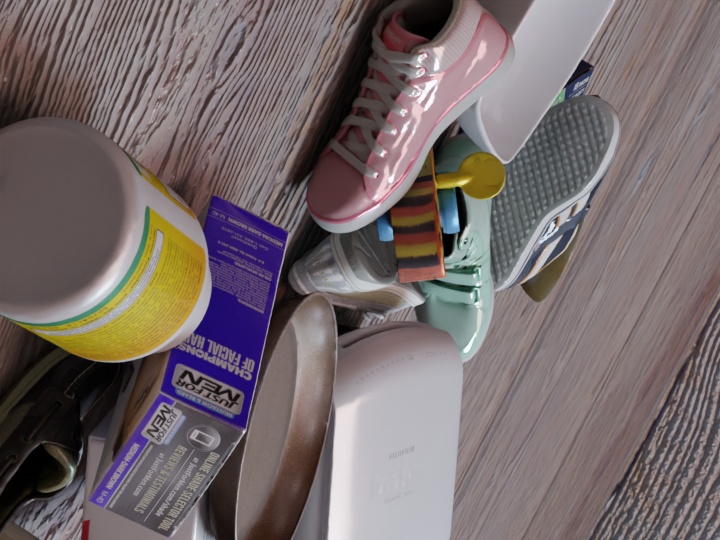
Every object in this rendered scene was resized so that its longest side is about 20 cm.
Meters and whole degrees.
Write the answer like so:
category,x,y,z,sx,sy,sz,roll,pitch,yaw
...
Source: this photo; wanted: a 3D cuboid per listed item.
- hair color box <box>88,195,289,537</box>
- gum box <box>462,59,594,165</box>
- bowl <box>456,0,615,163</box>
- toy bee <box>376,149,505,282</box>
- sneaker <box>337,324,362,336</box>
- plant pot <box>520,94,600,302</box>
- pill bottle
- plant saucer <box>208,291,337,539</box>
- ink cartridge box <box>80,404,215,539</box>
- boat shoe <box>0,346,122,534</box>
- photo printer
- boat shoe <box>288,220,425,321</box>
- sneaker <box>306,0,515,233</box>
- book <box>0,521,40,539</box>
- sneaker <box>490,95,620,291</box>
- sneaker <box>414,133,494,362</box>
category,x,y,z,sx,sy,sz,roll,pitch,yaw
hair color box,-0.107,0.058,1.557,0.109,0.065,0.200,-55,-163,36
gum box,0.122,-0.083,2.180,0.170,0.045,0.200,-36,153,-53
bowl,0.125,-0.200,1.929,0.200,0.075,0.200,-56,164,-6
toy bee,0.031,-0.076,1.858,0.131,0.200,0.109,-17,116,-16
sneaker,0.015,0.069,2.038,0.095,0.079,0.200,-31,170,1
plant pot,0.179,-0.070,2.276,0.200,0.027,0.200,-163,-90,-82
pill bottle,-0.150,-0.010,1.390,0.113,0.113,0.200,-58,164,-3
plant saucer,-0.061,0.109,1.647,0.200,0.032,0.200,12,90,-77
ink cartridge box,-0.117,0.139,1.697,0.200,0.084,0.145,-52,153,-60
boat shoe,-0.205,0.114,1.530,0.200,0.065,0.073,-46,158,-41
photo printer,0.007,0.140,1.914,0.166,0.069,0.200,-15,116,-46
boat shoe,0.000,0.001,1.948,0.065,0.075,0.202,-24,173,13
sneaker,0.019,-0.126,1.771,0.200,0.075,0.105,-47,144,-3
book,-0.192,0.274,1.614,0.134,0.200,0.048,-62,164,11
sneaker,0.160,-0.070,2.102,0.200,0.078,0.079,-53,161,23
sneaker,0.067,-0.004,2.039,0.118,0.074,0.201,-48,142,-65
